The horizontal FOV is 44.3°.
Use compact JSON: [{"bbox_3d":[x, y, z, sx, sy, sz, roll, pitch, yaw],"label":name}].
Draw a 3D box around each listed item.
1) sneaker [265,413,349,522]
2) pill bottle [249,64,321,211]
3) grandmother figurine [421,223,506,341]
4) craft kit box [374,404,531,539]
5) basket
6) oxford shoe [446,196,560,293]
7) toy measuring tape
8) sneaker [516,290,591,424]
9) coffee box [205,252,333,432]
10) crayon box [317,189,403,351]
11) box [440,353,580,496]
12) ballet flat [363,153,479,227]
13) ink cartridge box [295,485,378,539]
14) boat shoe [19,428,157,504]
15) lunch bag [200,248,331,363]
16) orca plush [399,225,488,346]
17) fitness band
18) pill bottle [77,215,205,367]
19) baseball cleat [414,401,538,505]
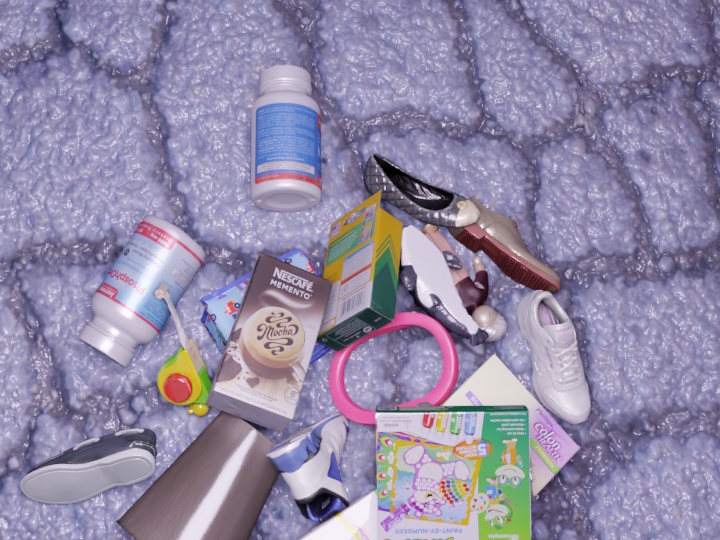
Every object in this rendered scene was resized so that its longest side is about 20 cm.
[{"bbox_3d":[-0.059,0.270,1.189,0.079,0.199,0.117,-23,87,14],"label":"sneaker"},{"bbox_3d":[-0.113,-0.202,1.346,0.109,0.112,0.205,0,76,-3],"label":"pill bottle"},{"bbox_3d":[0.145,0.025,1.331,0.121,0.061,0.201,-38,78,-3],"label":"grandmother figurine"},{"bbox_3d":[0.116,0.274,1.114,0.195,0.049,0.203,-2,94,3],"label":"craft kit box"},{"bbox_3d":[-0.199,0.306,1.197,0.178,0.137,0.201,30,71,19],"label":"basket"},{"bbox_3d":[0.230,-0.042,1.348,0.198,0.071,0.075,36,70,5],"label":"oxford shoe"},{"bbox_3d":[-0.267,0.121,1.250,0.072,0.074,0.204,-23,109,-10],"label":"toy measuring tape"},{"bbox_3d":[0.284,0.125,1.290,0.073,0.100,0.204,-19,78,-10],"label":"sneaker"},{"bbox_3d":[-0.121,0.096,1.187,0.111,0.080,0.204,20,63,-9],"label":"coffee box"},{"bbox_3d":[0.000,0.000,1.272,0.051,0.125,0.204,28,50,-29],"label":"crayon box"},{"bbox_3d":[0.172,0.257,1.249,0.200,0.097,0.176,-42,81,-12],"label":"box"},{"bbox_3d":[0.089,-0.117,1.338,0.197,0.058,0.067,23,47,19],"label":"ballet flat"},{"bbox_3d":[-0.023,0.362,1.193,0.198,0.117,0.068,-31,79,-15],"label":"ink cartridge box"},{"bbox_3d":[-0.375,0.271,1.232,0.195,0.077,0.061,-11,37,3],"label":"boat shoe"},{"bbox_3d":[-0.113,0.067,1.295,0.198,0.094,0.152,-31,76,-21],"label":"lunch bag"},{"bbox_3d":[0.110,0.033,1.294,0.200,0.071,0.105,44,55,3],"label":"orca plush"},{"bbox_3d":[0.045,0.141,1.265,0.196,0.037,0.147,-18,76,19],"label":"fitness band"},{"bbox_3d":[-0.317,0.031,1.273,0.107,0.109,0.202,29,75,5],"label":"pill bottle"},{"bbox_3d":[0.156,0.239,1.176,0.106,0.070,0.201,-37,90,-18],"label":"baseball cleat"}]
